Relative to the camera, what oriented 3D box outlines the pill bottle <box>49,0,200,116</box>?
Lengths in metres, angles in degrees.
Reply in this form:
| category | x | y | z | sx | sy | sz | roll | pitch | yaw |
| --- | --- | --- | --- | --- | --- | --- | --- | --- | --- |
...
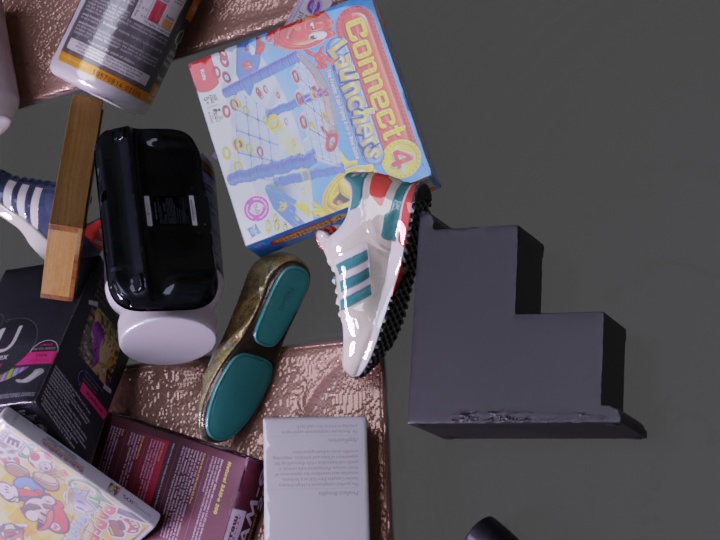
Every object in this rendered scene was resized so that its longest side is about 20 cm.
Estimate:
| category | x | y | z | sx | sy | sz | roll | pitch | yaw |
| --- | --- | --- | --- | --- | --- | --- | --- | --- | --- |
| pill bottle | -0.235 | -0.274 | 1.828 | 0.116 | 0.116 | 0.201 | 27 | 91 | 28 |

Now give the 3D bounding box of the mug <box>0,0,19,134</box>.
| category | x | y | z | sx | sy | sz | roll | pitch | yaw |
| --- | --- | --- | --- | --- | --- | --- | --- | --- | --- |
| mug | -0.448 | -0.215 | 1.928 | 0.149 | 0.187 | 0.154 | -19 | 77 | -13 |

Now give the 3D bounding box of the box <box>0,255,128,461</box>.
| category | x | y | z | sx | sy | sz | roll | pitch | yaw |
| --- | --- | --- | --- | --- | --- | --- | --- | --- | --- |
| box | -0.317 | 0.095 | 1.740 | 0.122 | 0.106 | 0.201 | -8 | 42 | 23 |

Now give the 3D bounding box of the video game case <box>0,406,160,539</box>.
| category | x | y | z | sx | sy | sz | roll | pitch | yaw |
| --- | --- | --- | --- | --- | --- | --- | --- | --- | --- |
| video game case | -0.319 | 0.239 | 1.700 | 0.182 | 0.023 | 0.200 | 37 | 128 | -12 |

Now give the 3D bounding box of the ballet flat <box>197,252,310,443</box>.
| category | x | y | z | sx | sy | sz | roll | pitch | yaw |
| --- | --- | --- | --- | --- | --- | --- | --- | --- | --- |
| ballet flat | -0.113 | 0.073 | 1.724 | 0.071 | 0.071 | 0.201 | 26 | 91 | 28 |

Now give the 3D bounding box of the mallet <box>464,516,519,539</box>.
| category | x | y | z | sx | sy | sz | roll | pitch | yaw |
| --- | --- | --- | --- | --- | --- | --- | --- | --- | --- |
| mallet | 0.089 | 0.323 | 1.579 | 0.066 | 0.041 | 0.201 | 33 | 98 | 32 |

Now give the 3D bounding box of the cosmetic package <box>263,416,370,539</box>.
| category | x | y | z | sx | sy | sz | roll | pitch | yaw |
| --- | --- | --- | --- | --- | --- | --- | --- | --- | --- |
| cosmetic package | -0.041 | 0.239 | 1.622 | 0.101 | 0.074 | 0.201 | 0 | 78 | -1 |

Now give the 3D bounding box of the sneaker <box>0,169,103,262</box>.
| category | x | y | z | sx | sy | sz | roll | pitch | yaw |
| --- | --- | --- | --- | --- | --- | --- | --- | --- | --- |
| sneaker | -0.341 | -0.075 | 1.865 | 0.200 | 0.075 | 0.085 | 40 | 90 | 22 |

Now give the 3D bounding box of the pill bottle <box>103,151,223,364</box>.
| category | x | y | z | sx | sy | sz | roll | pitch | yaw |
| --- | --- | --- | --- | --- | --- | --- | --- | --- | --- |
| pill bottle | -0.195 | -0.017 | 1.721 | 0.116 | 0.116 | 0.201 | -20 | 57 | 21 |

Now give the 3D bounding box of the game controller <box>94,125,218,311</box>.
| category | x | y | z | sx | sy | sz | roll | pitch | yaw |
| --- | --- | --- | --- | --- | --- | --- | --- | --- | --- |
| game controller | -0.194 | -0.051 | 1.650 | 0.042 | 0.104 | 0.201 | 127 | 140 | -51 |

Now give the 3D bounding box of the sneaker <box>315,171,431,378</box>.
| category | x | y | z | sx | sy | sz | roll | pitch | yaw |
| --- | --- | --- | --- | --- | --- | --- | --- | --- | --- |
| sneaker | 0.000 | 0.000 | 1.649 | 0.093 | 0.070 | 0.201 | 20 | 108 | 16 |

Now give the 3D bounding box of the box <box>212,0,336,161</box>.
| category | x | y | z | sx | sy | sz | roll | pitch | yaw |
| --- | --- | --- | --- | --- | --- | --- | --- | --- | --- |
| box | -0.082 | -0.189 | 1.777 | 0.039 | 0.041 | 0.201 | 30 | 91 | 27 |

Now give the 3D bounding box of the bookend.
| category | x | y | z | sx | sy | sz | roll | pitch | yaw |
| --- | --- | --- | --- | --- | --- | --- | --- | --- | --- |
| bookend | 0.154 | 0.048 | 1.577 | 0.198 | 0.092 | 0.201 | -3 | 75 | 24 |

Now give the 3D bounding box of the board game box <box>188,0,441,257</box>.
| category | x | y | z | sx | sy | sz | roll | pitch | yaw |
| --- | --- | --- | --- | --- | --- | --- | --- | --- | --- |
| board game box | -0.046 | -0.142 | 1.704 | 0.195 | 0.056 | 0.201 | -21 | 77 | 8 |

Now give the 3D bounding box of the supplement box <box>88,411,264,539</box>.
| category | x | y | z | sx | sy | sz | roll | pitch | yaw |
| --- | --- | --- | --- | --- | --- | --- | --- | --- | --- |
| supplement box | -0.193 | 0.214 | 1.726 | 0.199 | 0.061 | 0.109 | 15 | 85 | 29 |

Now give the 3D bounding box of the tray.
| category | x | y | z | sx | sy | sz | roll | pitch | yaw |
| --- | --- | --- | --- | --- | --- | --- | --- | --- | --- |
| tray | -0.288 | -0.075 | 1.746 | 0.037 | 0.099 | 0.201 | 9 | 43 | -8 |
